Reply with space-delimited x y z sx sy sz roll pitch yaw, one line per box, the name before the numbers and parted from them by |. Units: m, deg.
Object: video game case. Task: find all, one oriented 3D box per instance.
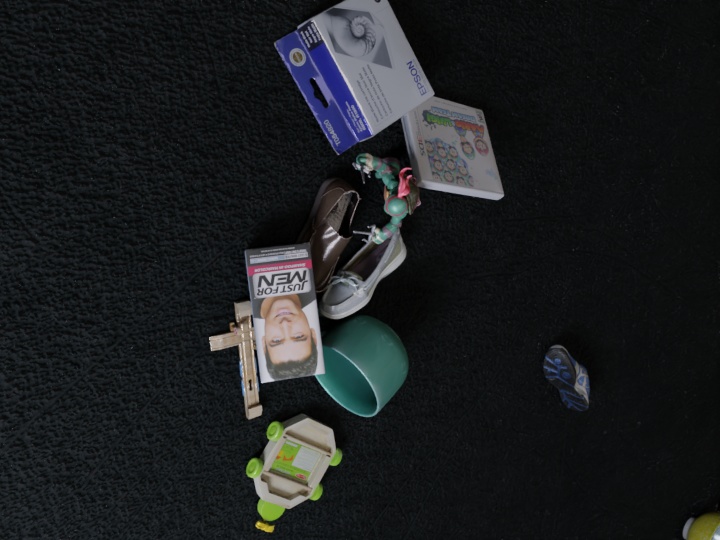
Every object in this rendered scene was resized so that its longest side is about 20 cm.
video game case | 0.160 -0.220 1.073 0.199 0.024 0.183 4 68 -35

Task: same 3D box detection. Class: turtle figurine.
turtle figurine | 0.046 -0.116 0.971 0.100 0.200 0.150 1 110 8

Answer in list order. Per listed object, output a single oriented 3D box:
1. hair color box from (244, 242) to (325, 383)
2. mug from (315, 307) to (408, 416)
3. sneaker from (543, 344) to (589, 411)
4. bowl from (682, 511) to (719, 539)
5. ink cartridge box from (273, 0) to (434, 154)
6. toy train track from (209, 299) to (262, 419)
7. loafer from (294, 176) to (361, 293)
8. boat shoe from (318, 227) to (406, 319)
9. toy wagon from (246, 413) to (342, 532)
hair color box | -0.116 0.062 0.935 0.099 0.061 0.201 -7 92 -10
mug | -0.001 0.137 1.021 0.114 0.152 0.185 -41 118 -34
sneaker | 0.492 0.244 1.449 0.200 0.076 0.077 59 45 -29
bowl | 1.137 0.877 2.014 0.200 0.108 0.201 -8 106 -33
ink cartridge box | -0.003 -0.316 0.957 0.200 0.041 0.200 -38 108 -22
toy train track | -0.176 0.147 0.975 0.114 0.032 0.201 -13 109 -32
loafer | -0.056 -0.054 0.987 0.073 0.071 0.201 14 93 -36
boat shoe | 0.002 0.000 1.031 0.202 0.074 0.065 -42 139 -24
toy wagon | -0.125 0.350 1.056 0.155 0.040 0.200 35 81 -35
